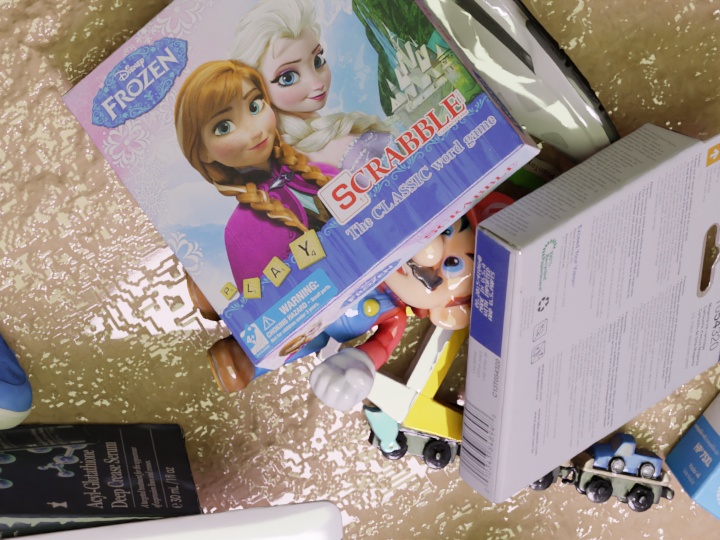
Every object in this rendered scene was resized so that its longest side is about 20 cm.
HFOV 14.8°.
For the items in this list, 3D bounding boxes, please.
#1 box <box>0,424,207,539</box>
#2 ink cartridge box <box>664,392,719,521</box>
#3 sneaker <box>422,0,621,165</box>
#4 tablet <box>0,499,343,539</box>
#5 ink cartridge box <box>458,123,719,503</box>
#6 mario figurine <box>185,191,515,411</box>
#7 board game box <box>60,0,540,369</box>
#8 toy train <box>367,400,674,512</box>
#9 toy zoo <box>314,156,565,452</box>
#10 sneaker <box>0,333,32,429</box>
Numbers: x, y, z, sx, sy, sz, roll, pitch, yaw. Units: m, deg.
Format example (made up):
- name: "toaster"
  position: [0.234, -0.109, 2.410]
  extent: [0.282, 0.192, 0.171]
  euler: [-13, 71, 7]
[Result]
- name: "box"
  position: [-0.197, 0.164, 1.633]
  extent: [0.200, 0.148, 0.107]
  euler: [0, 108, -10]
- name: "ink cartridge box"
  position: [0.301, 0.085, 1.729]
  extent: [0.116, 0.067, 0.200]
  euler: [36, 99, -18]
- name: "sneaker"
  position: [0.061, -0.108, 1.629]
  extent: [0.115, 0.076, 0.201]
  euler: [-40, 100, 8]
- name: "tablet"
  position: [-0.106, 0.201, 1.574]
  extent: [0.200, 0.014, 0.130]
  euler: [-6, 109, -8]
- name: "ink cartridge box"
  position: [0.143, 0.015, 1.638]
  extent: [0.200, 0.043, 0.197]
  euler: [-30, 139, -34]
- name: "mario figurine"
  position: [0.000, 0.000, 1.602]
  extent: [0.200, 0.106, 0.124]
  euler: [-19, 115, 4]
- name: "board game box"
  position: [-0.036, -0.083, 1.573]
  extent: [0.200, 0.041, 0.200]
  euler: [-40, 76, 10]
- name: "toy train"
  position: [0.103, 0.111, 1.726]
  extent: [0.200, 0.034, 0.046]
  euler: [13, 95, -12]
- name: "toy zoo"
  position: [0.061, 0.021, 1.676]
  extent: [0.131, 0.020, 0.200]
  euler: [27, 96, -8]
- name: "sneaker"
  position: [-0.238, -0.004, 1.608]
  extent: [0.111, 0.077, 0.200]
  euler: [-39, 103, 15]
